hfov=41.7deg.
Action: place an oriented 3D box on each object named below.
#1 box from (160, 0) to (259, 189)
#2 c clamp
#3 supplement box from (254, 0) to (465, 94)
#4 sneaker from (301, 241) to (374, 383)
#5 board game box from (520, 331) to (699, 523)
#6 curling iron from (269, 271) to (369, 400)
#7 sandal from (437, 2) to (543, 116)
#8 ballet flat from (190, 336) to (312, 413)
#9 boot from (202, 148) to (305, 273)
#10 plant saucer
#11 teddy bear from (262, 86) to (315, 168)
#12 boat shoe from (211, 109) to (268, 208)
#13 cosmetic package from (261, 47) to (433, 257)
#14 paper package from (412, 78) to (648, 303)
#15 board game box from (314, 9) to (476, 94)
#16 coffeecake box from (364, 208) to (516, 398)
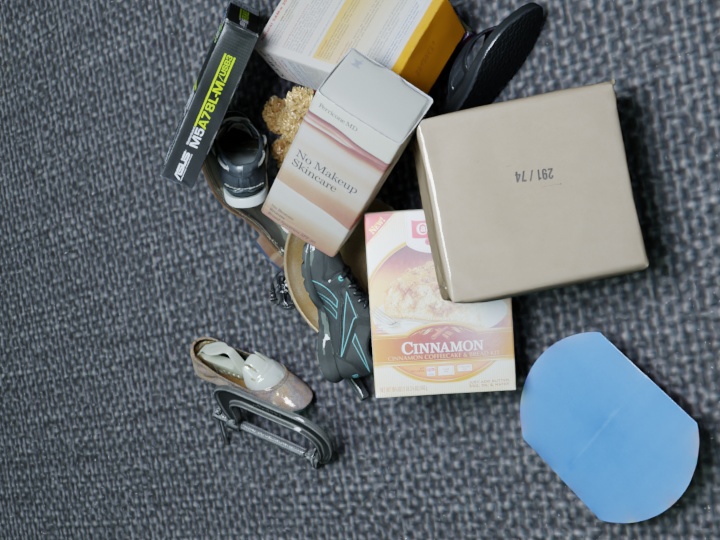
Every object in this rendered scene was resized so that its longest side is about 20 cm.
[{"bbox_3d":[-0.176,-0.216,1.125,0.047,0.200,0.193,24,109,-15],"label":"box"},{"bbox_3d":[-0.115,0.207,1.229,0.200,0.027,0.171,17,145,25],"label":"c clamp"},{"bbox_3d":[-0.003,-0.258,1.055,0.200,0.074,0.126,26,82,31],"label":"supplement box"},{"bbox_3d":[-0.017,0.034,1.111,0.079,0.075,0.200,-4,110,17],"label":"sneaker"},{"bbox_3d":[0.263,0.164,0.998,0.200,0.039,0.158,46,123,27],"label":"board game box"},{"bbox_3d":[-0.051,0.083,1.204,0.050,0.026,0.200,-36,75,-7],"label":"curling iron"},{"bbox_3d":[0.122,-0.212,1.031,0.048,0.075,0.201,48,119,24],"label":"sandal"},{"bbox_3d":[-0.152,0.134,1.249,0.200,0.068,0.067,13,136,32],"label":"ballet flat"},{"bbox_3d":[-0.119,-0.101,1.214,0.097,0.075,0.200,-43,82,21],"label":"boot"},{"bbox_3d":[0.000,0.000,1.143,0.200,0.035,0.201,9,109,27],"label":"plant saucer"},{"bbox_3d":[-0.055,-0.151,1.136,0.200,0.067,0.145,36,133,36],"label":"teddy bear"},{"bbox_3d":[-0.148,-0.157,1.174,0.200,0.075,0.060,-114,18,-49],"label":"boat shoe"},{"bbox_3d":[-0.019,-0.118,0.995,0.103,0.087,0.200,32,140,1],"label":"cosmetic package"},{"bbox_3d":[0.165,-0.073,0.947,0.200,0.103,0.191,-11,88,-1],"label":"paper package"},{"bbox_3d":[0.034,-0.243,1.116,0.200,0.032,0.120,-46,73,28],"label":"board game box"},{"bbox_3d":[0.087,0.031,1.042,0.153,0.073,0.200,-4,93,3],"label":"coffeecake box"}]
